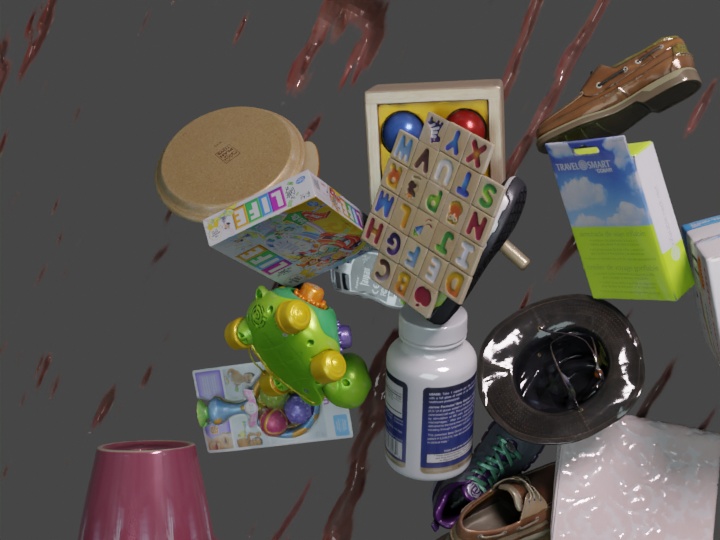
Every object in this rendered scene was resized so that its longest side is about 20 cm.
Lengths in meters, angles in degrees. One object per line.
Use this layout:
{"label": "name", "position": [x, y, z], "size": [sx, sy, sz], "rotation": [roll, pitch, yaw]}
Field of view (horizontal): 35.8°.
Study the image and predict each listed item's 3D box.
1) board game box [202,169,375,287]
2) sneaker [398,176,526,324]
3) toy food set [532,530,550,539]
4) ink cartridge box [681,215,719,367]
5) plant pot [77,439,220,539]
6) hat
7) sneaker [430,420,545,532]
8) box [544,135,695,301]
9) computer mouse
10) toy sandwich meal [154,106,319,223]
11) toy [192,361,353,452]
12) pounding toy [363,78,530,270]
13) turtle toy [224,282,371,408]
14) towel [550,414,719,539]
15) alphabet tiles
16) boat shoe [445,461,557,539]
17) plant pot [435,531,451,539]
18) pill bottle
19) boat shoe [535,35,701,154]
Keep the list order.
{"label": "board game box", "position": [-0.072, -0.042, 1.270], "size": [0.133, 0.200, 0.035], "rotation": [-24, 68, 16]}
{"label": "sneaker", "position": [0.102, -0.029, 1.213], "size": [0.083, 0.072, 0.201], "rotation": [38, 116, 12]}
{"label": "toy food set", "position": [0.209, 0.362, 1.368], "size": [0.196, 0.201, 0.049], "rotation": [7, 138, 13]}
{"label": "ink cartridge box", "position": [0.449, 0.021, 1.232], "size": [0.143, 0.200, 0.149], "rotation": [-12, 100, 11]}
{"label": "plant pot", "position": [-0.274, 0.314, 1.430], "size": [0.197, 0.200, 0.181], "rotation": [0, 88, 9]}
{"label": "hat", "position": [0.241, 0.128, 1.341], "size": [0.198, 0.081, 0.203], "rotation": [-6, 63, 11]}
{"label": "sneaker", "position": [0.165, 0.250, 1.387], "size": [0.074, 0.088, 0.200], "rotation": [41, 106, -2]}
{"label": "box", "position": [0.295, -0.064, 1.273], "size": [0.121, 0.047, 0.202], "rotation": [1, 117, 51]}
{"label": "computer mouse", "position": [0.000, 0.000, 1.383], "size": [0.198, 0.044, 0.111], "rotation": [15, 100, 11]}
{"label": "toy sandwich meal", "position": [-0.144, -0.115, 1.331], "size": [0.203, 0.207, 0.071], "rotation": [-2, 141, 10]}
{"label": "toy", "position": [-0.117, 0.177, 1.437], "size": [0.198, 0.047, 0.117], "rotation": [-7, 102, 11]}
{"label": "pounding toy", "position": [0.102, -0.112, 1.287], "size": [0.182, 0.142, 0.203], "rotation": [-1, 103, 9]}
{"label": "turtle toy", "position": [-0.063, 0.095, 1.363], "size": [0.145, 0.101, 0.201], "rotation": [-18, 113, 46]}
{"label": "towel", "position": [0.330, 0.272, 1.347], "size": [0.198, 0.032, 0.193], "rotation": [11, 74, -1]}
{"label": "alphabet tiles", "position": [0.074, -0.060, 1.206], "size": [0.166, 0.006, 0.202], "rotation": [35, 113, 39]}
{"label": "boat shoe", "position": [0.190, 0.286, 1.350], "size": [0.076, 0.199, 0.072], "rotation": [40, 144, 32]}
{"label": "plant pot", "position": [0.158, 0.440, 1.430], "size": [0.198, 0.093, 0.203], "rotation": [2, 103, 8]}
{"label": "pill bottle", "position": [0.085, 0.141, 1.347], "size": [0.110, 0.111, 0.202], "rotation": [4, 115, 8]}
{"label": "boat shoe", "position": [0.289, -0.199, 1.283], "size": [0.198, 0.072, 0.069], "rotation": [-23, 69, 21]}
